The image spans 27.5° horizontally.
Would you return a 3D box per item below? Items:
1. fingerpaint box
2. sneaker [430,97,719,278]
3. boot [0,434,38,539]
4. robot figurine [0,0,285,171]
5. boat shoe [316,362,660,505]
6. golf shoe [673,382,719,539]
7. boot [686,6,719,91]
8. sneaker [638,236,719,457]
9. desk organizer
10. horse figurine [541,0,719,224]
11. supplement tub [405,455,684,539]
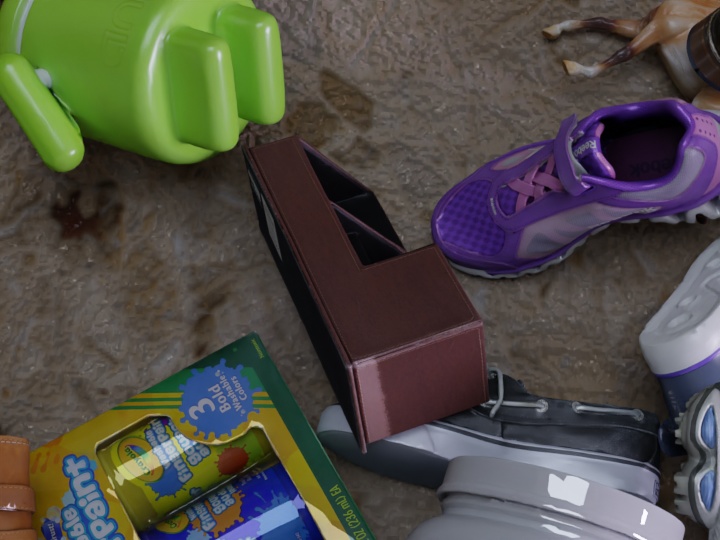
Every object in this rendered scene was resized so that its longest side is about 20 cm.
[{"bbox_3d":[-0.082,0.162,0.824,0.167,0.073,0.200,-28,71,-8],"label":"fingerpaint box"},{"bbox_3d":[0.128,-0.055,0.870,0.200,0.088,0.081,-17,73,22],"label":"sneaker"},{"bbox_3d":[-0.177,0.163,0.741,0.200,0.077,0.155,6,65,-9],"label":"boot"},{"bbox_3d":[-0.139,-0.133,0.898,0.200,0.116,0.175,18,39,33],"label":"robot figurine"},{"bbox_3d":[0.076,0.089,0.848,0.199,0.074,0.068,8,67,2],"label":"boat shoe"},{"bbox_3d":[0.215,0.158,0.760,0.097,0.078,0.200,1,103,22],"label":"golf shoe"},{"bbox_3d":[0.306,-0.156,0.897,0.200,0.097,0.075,-13,77,-27],"label":"boot"},{"bbox_3d":[0.254,0.055,0.867,0.200,0.081,0.146,-39,102,-37],"label":"sneaker"},{"bbox_3d":[0.000,0.000,0.845,0.077,0.072,0.200,-18,45,-9],"label":"desk organizer"},{"bbox_3d":[0.205,-0.120,0.937,0.133,0.050,0.200,-20,69,-1],"label":"horse figurine"},{"bbox_3d":[0.074,0.204,0.711,0.145,0.145,0.200,15,74,7],"label":"supplement tub"}]
